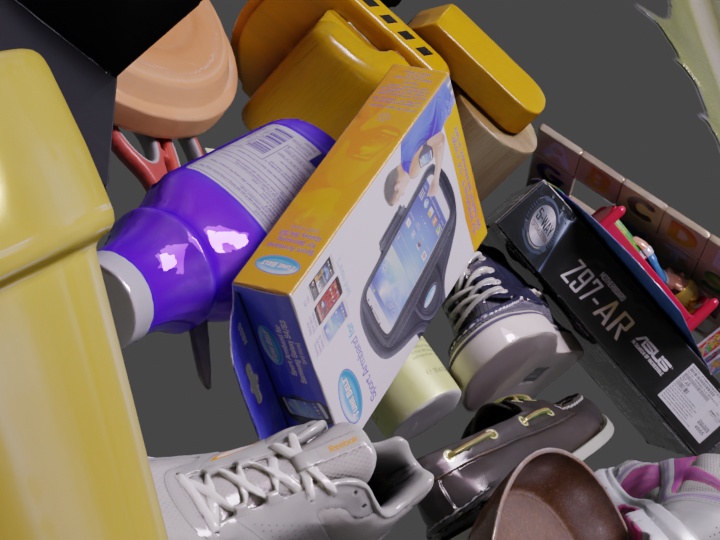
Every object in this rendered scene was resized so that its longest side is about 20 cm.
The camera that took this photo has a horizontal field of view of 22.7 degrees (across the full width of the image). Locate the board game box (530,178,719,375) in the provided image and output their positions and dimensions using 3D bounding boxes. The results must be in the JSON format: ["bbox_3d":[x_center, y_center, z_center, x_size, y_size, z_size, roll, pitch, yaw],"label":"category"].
[{"bbox_3d":[0.190,0.002,1.183,0.158,0.039,0.200,47,-4,40],"label":"board game box"}]

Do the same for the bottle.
[{"bbox_3d":[-0.074,-0.016,0.930,0.084,0.065,0.200,43,37,10],"label":"bottle"}]

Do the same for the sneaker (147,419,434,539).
[{"bbox_3d":[-0.045,0.099,0.817,0.200,0.092,0.076,5,50,-55],"label":"sneaker"}]

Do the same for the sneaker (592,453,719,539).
[{"bbox_3d":[0.198,0.151,1.072,0.200,0.088,0.082,-124,-169,-84],"label":"sneaker"}]

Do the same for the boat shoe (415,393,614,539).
[{"bbox_3d":[0.088,0.103,1.038,0.061,0.072,0.201,56,29,3],"label":"boat shoe"}]

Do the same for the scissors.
[{"bbox_3d":[-0.092,-0.017,0.982,0.073,0.014,0.200,14,43,-50],"label":"scissors"}]

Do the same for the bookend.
[{"bbox_3d":[-0.133,-0.105,0.820,0.092,0.200,0.199,38,28,-30],"label":"bookend"}]

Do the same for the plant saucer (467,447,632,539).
[{"bbox_3d":[0.100,0.193,0.921,0.200,0.034,0.201,31,52,-52],"label":"plant saucer"}]

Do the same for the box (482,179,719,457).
[{"bbox_3d":[0.159,0.033,1.191,0.200,0.044,0.160,49,-3,0],"label":"box"}]

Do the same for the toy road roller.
[{"bbox_3d":[0.007,-0.105,1.128,0.200,0.123,0.146,42,28,-7],"label":"toy road roller"}]

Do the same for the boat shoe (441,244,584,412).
[{"bbox_3d":[0.074,0.030,1.098,0.093,0.075,0.200,51,7,15],"label":"boat shoe"}]

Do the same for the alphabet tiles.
[{"bbox_3d":[0.196,-0.007,1.230,0.200,0.008,0.167,35,-20,14],"label":"alphabet tiles"}]

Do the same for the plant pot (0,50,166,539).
[{"bbox_3d":[-0.158,0.054,0.594,0.189,0.200,0.201,65,26,-4],"label":"plant pot"}]

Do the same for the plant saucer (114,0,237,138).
[{"bbox_3d":[-0.152,-0.161,1.040,0.200,0.032,0.201,33,29,-21],"label":"plant saucer"}]

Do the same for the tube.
[{"bbox_3d":[-0.017,0.006,1.034,0.200,0.052,0.058,55,-16,20],"label":"tube"}]

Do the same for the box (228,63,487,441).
[{"bbox_3d":[0.000,0.000,0.941,0.200,0.041,0.119,-58,145,-36],"label":"box"}]
